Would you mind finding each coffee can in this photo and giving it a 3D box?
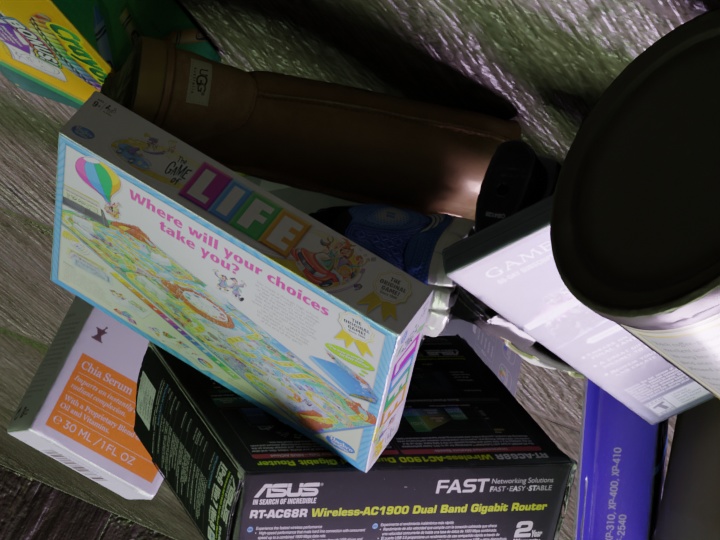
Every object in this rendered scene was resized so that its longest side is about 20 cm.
[{"bbox_3d":[0.199,0.001,1.270,0.200,0.147,0.146,35,165,-34],"label":"coffee can"}]

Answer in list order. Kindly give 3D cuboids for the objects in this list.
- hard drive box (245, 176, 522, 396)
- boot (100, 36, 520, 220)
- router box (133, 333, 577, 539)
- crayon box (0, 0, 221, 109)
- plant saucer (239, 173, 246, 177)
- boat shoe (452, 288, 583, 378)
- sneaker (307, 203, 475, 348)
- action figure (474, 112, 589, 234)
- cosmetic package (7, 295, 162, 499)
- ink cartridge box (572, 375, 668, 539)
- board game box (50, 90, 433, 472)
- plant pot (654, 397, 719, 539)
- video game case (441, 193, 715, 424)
[{"bbox_3d":[-0.016,0.030,1.801,0.155,0.077,0.200,-9,140,28],"label":"hard drive box"},{"bbox_3d":[-0.037,-0.058,1.578,0.199,0.066,0.175,12,168,-14],"label":"boot"},{"bbox_3d":[-0.005,0.096,1.626,0.199,0.062,0.150,0,-154,-25],"label":"router box"},{"bbox_3d":[-0.168,-0.148,1.623,0.119,0.058,0.200,20,166,26],"label":"crayon box"},{"bbox_3d":[-0.021,-0.013,1.899,0.200,0.048,0.200,33,166,-25],"label":"plant saucer"},{"bbox_3d":[0.094,0.011,1.712,0.060,0.072,0.202,16,170,37],"label":"boat shoe"},{"bbox_3d":[0.000,0.000,1.568,0.089,0.079,0.200,20,164,-4],"label":"sneaker"},{"bbox_3d":[0.121,-0.015,1.532,0.130,0.070,0.200,-3,161,20],"label":"action figure"},{"bbox_3d":[-0.145,0.044,2.030,0.101,0.200,0.071,29,167,-15],"label":"cosmetic package"},{"bbox_3d":[0.143,0.125,1.649,0.043,0.199,0.200,5,-171,9],"label":"ink cartridge box"},{"bbox_3d":[-0.064,0.007,1.514,0.200,0.034,0.135,31,148,12],"label":"board game box"},{"bbox_3d":[0.242,0.120,1.610,0.200,0.174,0.200,25,167,6],"label":"plant pot"},{"bbox_3d":[0.152,0.007,1.473,0.143,0.019,0.200,-27,142,25],"label":"video game case"}]
